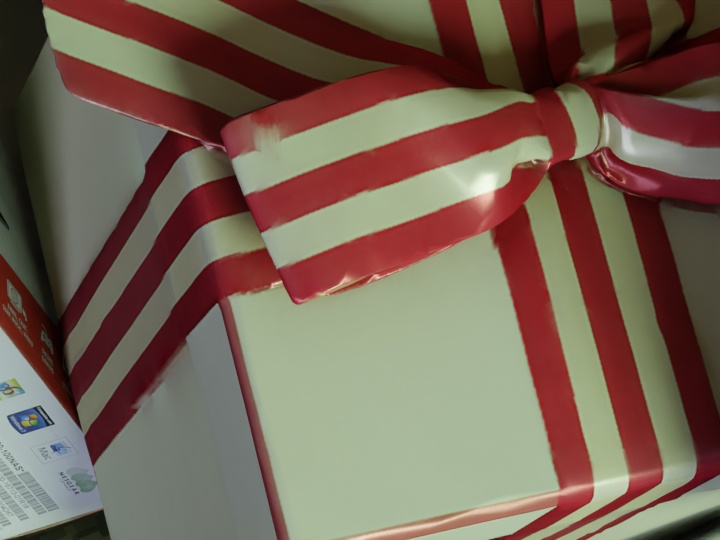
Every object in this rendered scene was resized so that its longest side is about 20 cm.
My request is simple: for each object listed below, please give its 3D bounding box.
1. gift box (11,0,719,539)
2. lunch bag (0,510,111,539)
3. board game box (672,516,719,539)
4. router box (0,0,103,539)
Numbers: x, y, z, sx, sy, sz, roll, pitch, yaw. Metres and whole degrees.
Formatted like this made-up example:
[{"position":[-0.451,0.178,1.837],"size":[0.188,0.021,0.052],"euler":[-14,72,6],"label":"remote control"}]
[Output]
[{"position":[0.010,-0.021,0.649],"size":[0.200,0.184,0.187],"euler":[71,159,10],"label":"gift box"},{"position":[-0.044,0.134,0.832],"size":[0.139,0.167,0.200],"euler":[-127,30,-50],"label":"lunch bag"},{"position":[0.127,0.071,0.728],"size":[0.200,0.126,0.035],"euler":[-33,83,38],"label":"board game box"},{"position":[-0.126,-0.055,0.728],"size":[0.049,0.180,0.200],"euler":[-19,137,13],"label":"router box"}]
